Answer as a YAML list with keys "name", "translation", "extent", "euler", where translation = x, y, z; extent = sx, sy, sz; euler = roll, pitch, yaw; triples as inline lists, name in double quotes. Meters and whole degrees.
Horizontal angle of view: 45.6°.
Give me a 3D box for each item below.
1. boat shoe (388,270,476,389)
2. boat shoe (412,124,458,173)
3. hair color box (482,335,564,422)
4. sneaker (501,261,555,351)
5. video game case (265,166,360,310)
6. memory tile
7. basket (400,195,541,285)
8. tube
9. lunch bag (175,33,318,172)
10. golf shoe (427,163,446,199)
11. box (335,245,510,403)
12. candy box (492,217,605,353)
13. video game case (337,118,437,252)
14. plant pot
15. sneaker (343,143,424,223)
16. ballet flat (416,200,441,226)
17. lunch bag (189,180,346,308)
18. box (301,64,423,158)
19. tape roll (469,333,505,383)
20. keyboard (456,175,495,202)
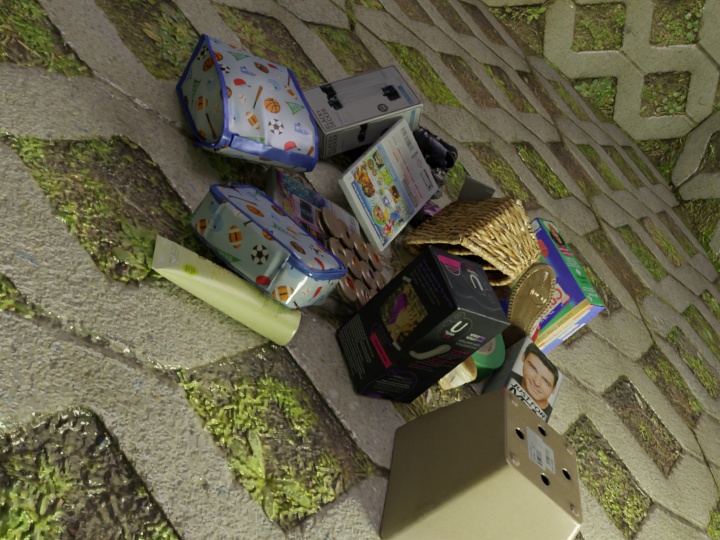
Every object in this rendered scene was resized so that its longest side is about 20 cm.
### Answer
- name: "boat shoe"
  translation: [0.094, 0.096, 1.288]
  extent: [0.201, 0.069, 0.074]
  euler: [54, 22, -5]
- name: "boat shoe"
  translation: [0.141, -0.217, 1.677]
  extent: [0.092, 0.075, 0.200]
  euler: [33, 1, 10]
- name: "hair color box"
  translation: [0.259, 0.203, 1.387]
  extent: [0.099, 0.061, 0.200]
  euler: [47, 35, -4]
- name: "sneaker"
  translation: [0.295, 0.069, 1.510]
  extent: [0.070, 0.203, 0.112]
  euler: [21, 20, 11]
- name: "video game case"
  translation: [-0.065, -0.048, 1.297]
  extent: [0.181, 0.024, 0.202]
  euler: [29, 35, -32]
- name: "memory tile"
  translation: [0.000, 0.000, 1.267]
  extent: [0.200, 0.017, 0.155]
  euler: [35, 33, -57]
- name: "basket"
  translation: [0.189, -0.029, 1.467]
  extent: [0.148, 0.199, 0.145]
  euler: [-34, 108, -27]
- name: "tube"
  translation: [-0.164, 0.025, 1.039]
  extent: [0.198, 0.058, 0.053]
  euler: [32, 71, -22]
- name: "lunch bag"
  translation: [-0.164, -0.226, 1.257]
  extent: [0.168, 0.125, 0.201]
  euler: [10, 37, -38]
- name: "golf shoe"
  translation: [0.067, -0.192, 1.629]
  extent: [0.198, 0.079, 0.097]
  euler: [33, -6, -3]
- name: "box"
  translation: [0.081, 0.078, 1.160]
  extent: [0.121, 0.200, 0.107]
  euler: [17, 41, -44]
- name: "candy box"
  translation: [0.338, 0.034, 1.617]
  extent: [0.076, 0.169, 0.202]
  euler: [4, 50, -48]
- name: "video game case"
  translation: [0.051, -0.147, 1.453]
  extent: [0.200, 0.018, 0.145]
  euler: [-47, 118, -39]
- name: "plant pot"
  translation: [0.165, 0.273, 1.065]
  extent: [0.199, 0.177, 0.201]
  euler: [41, 29, -15]
- name: "sneaker"
  translation: [0.034, -0.161, 1.531]
  extent: [0.090, 0.066, 0.202]
  euler: [-31, 87, -37]
- name: "ballet flat"
  translation: [0.174, -0.052, 1.608]
  extent: [0.199, 0.069, 0.072]
  euler: [39, 42, -8]
- name: "lunch bag"
  translation: [-0.117, -0.037, 1.107]
  extent: [0.200, 0.076, 0.160]
  euler: [42, 17, 15]
- name: "box"
  translation: [-0.002, -0.283, 1.512]
  extent: [0.197, 0.061, 0.118]
  euler: [-19, 58, -19]
- name: "tape roll"
  translation: [0.157, 0.088, 1.420]
  extent: [0.199, 0.048, 0.202]
  euler: [34, 32, -25]
- name: "keyboard"
  translation: [0.199, -0.116, 1.547]
  extent: [0.056, 0.200, 0.011]
  euler: [32, 72, 8]
